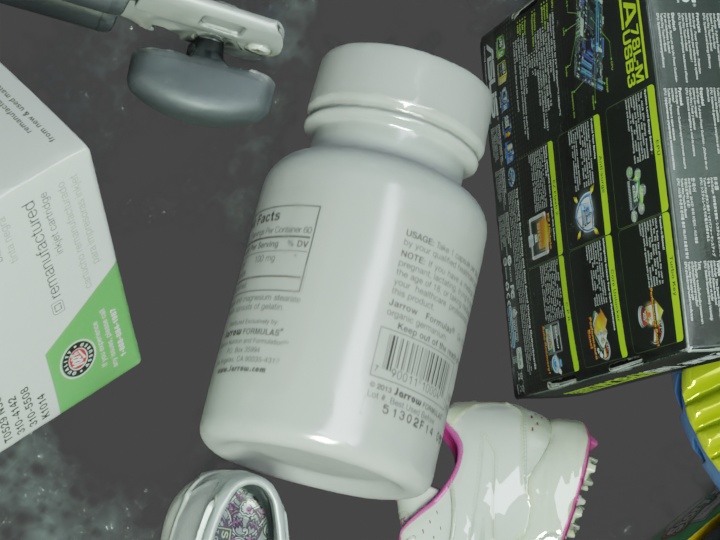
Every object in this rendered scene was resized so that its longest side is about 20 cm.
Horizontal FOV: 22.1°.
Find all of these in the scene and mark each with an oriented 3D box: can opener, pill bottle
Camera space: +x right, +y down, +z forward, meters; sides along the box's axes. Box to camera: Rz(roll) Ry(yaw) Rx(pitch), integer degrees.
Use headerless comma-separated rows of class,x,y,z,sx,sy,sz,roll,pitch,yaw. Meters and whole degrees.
can opener,-0.132,-0.122,0.894,0.199,0.053,0.067,14,74,-17
pill bottle,0.000,0.000,0.887,0.114,0.114,0.202,18,74,-16

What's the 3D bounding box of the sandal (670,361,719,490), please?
sandal,0.185,0.038,0.941,0.079,0.087,0.201,-13,59,-2

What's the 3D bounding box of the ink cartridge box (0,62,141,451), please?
ink cartridge box,-0.206,0.025,0.782,0.199,0.147,0.084,-34,54,-22

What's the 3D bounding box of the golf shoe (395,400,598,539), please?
golf shoe,0.048,0.158,0.908,0.091,0.075,0.201,21,70,0

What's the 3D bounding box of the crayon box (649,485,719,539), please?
crayon box,0.239,0.187,0.971,0.199,0.058,0.173,-34,93,-23

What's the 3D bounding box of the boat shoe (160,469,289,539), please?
boat shoe,-0.064,0.192,0.851,0.071,0.068,0.202,15,75,-17

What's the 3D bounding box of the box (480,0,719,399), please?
box,0.120,-0.046,0.899,0.047,0.193,0.202,-1,80,-21

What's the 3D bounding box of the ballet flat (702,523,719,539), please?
ballet flat,0.174,0.170,0.886,0.199,0.073,0.073,-35,93,-21
